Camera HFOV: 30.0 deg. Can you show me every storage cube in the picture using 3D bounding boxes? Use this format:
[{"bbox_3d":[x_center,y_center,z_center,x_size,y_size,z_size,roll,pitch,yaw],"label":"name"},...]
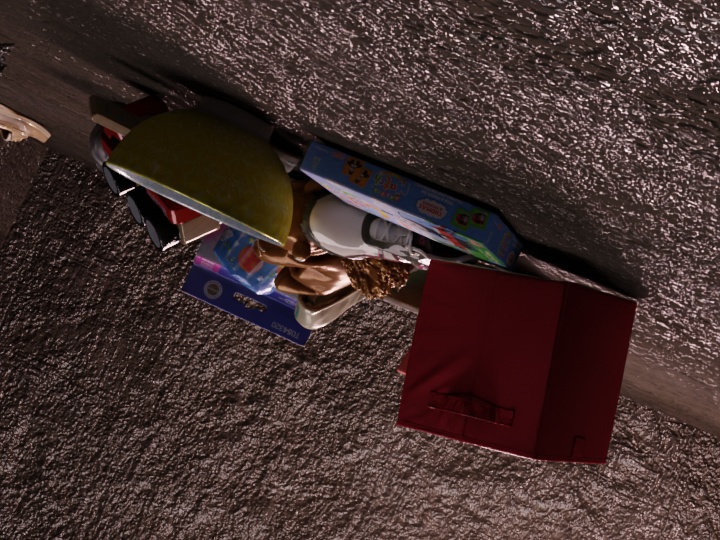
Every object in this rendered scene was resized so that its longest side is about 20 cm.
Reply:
[{"bbox_3d":[0.167,0.097,1.410,0.171,0.180,0.200,10,177,36],"label":"storage cube"}]

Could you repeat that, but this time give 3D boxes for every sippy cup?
[{"bbox_3d":[-0.116,-0.043,1.747,0.140,0.130,0.178,40,-170,-15],"label":"sippy cup"}]

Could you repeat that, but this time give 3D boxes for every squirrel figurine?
[{"bbox_3d":[-0.030,-0.044,1.555,0.200,0.142,0.187,14,170,13],"label":"squirrel figurine"}]

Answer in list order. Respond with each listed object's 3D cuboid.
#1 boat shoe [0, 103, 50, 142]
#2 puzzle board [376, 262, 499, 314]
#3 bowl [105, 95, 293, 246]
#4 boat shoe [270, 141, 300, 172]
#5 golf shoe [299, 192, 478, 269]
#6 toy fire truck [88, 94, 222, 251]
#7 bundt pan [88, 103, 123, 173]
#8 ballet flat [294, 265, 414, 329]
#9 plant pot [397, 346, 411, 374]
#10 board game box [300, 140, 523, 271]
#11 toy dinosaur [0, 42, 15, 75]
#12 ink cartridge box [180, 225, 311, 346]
[{"bbox_3d":[-0.800,-0.330,3.072,0.074,0.069,0.200,22,176,42],"label":"boat shoe"},{"bbox_3d":[0.135,0.033,1.674,0.151,0.017,0.200,-22,-151,-35],"label":"puzzle board"},{"bbox_3d":[-0.147,-0.113,1.370,0.200,0.108,0.200,25,177,1],"label":"bowl"},{"bbox_3d":[-0.125,-0.115,1.525,0.071,0.069,0.200,29,174,-19],"label":"boat shoe"},{"bbox_3d":[0.037,-0.045,1.455,0.200,0.077,0.088,12,175,-15],"label":"golf shoe"},{"bbox_3d":[-0.243,-0.141,1.508,0.176,0.129,0.200,48,153,38],"label":"toy fire truck"},{"bbox_3d":[-0.302,-0.138,1.883,0.202,0.076,0.202,39,168,10],"label":"bundt pan"},{"bbox_3d":[0.000,0.000,1.680,0.069,0.200,0.069,48,165,17],"label":"ballet flat"},{"bbox_3d":[0.198,0.164,2.717,0.200,0.178,0.200,24,176,2],"label":"plant pot"},{"bbox_3d":[0.054,-0.063,1.338,0.200,0.037,0.151,24,178,20],"label":"board game box"},{"bbox_3d":[-0.485,-0.285,1.691,0.088,0.048,0.200,32,172,-12],"label":"toy dinosaur"},{"bbox_3d":[-0.122,-0.022,1.874,0.196,0.200,0.043,24,177,-5],"label":"ink cartridge box"}]
